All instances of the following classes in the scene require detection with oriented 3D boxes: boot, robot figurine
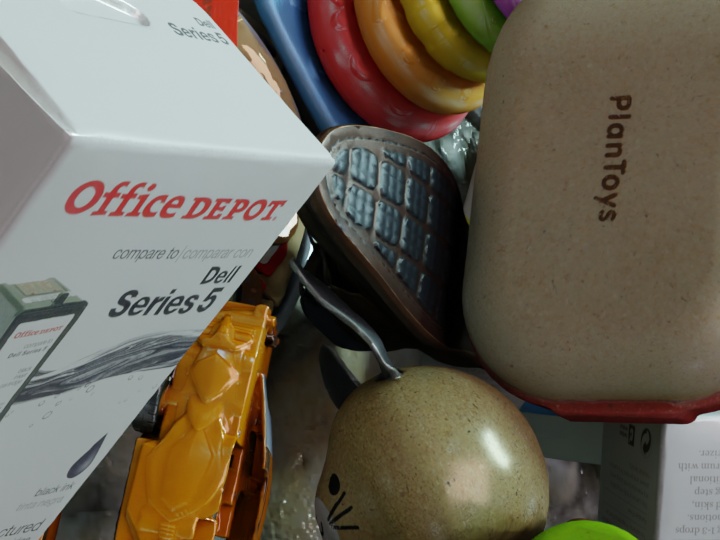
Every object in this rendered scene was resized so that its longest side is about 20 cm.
[{"bbox_3d":[0.000,0.000,0.783,0.200,0.096,0.075,37,55,-54],"label":"boot"},{"bbox_3d":[-0.098,0.103,0.701,0.144,0.058,0.201,12,77,7],"label":"robot figurine"}]

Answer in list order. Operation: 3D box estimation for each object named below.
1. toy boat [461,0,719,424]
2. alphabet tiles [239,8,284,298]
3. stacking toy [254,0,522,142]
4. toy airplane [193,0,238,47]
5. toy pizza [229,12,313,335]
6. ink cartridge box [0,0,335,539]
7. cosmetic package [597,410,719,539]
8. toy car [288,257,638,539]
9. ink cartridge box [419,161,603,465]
[{"bbox_3d":[0.120,-0.027,0.778,0.131,0.130,0.201,47,47,-60],"label":"toy boat"},{"bbox_3d":[-0.096,-0.047,0.821,0.166,0.006,0.201,37,55,-28],"label":"alphabet tiles"},{"bbox_3d":[0.061,-0.130,0.855,0.116,0.199,0.110,-40,103,-46],"label":"stacking toy"},{"bbox_3d":[-0.093,-0.127,0.709,0.200,0.140,0.200,-65,151,-18],"label":"toy airplane"},{"bbox_3d":[-0.091,-0.048,0.800,0.199,0.032,0.202,14,68,-39],"label":"toy pizza"},{"bbox_3d":[-0.122,0.009,0.587,0.084,0.200,0.145,46,21,19],"label":"ink cartridge box"},{"bbox_3d":[0.152,0.152,0.792,0.101,0.071,0.202,2,95,-13],"label":"cosmetic package"},{"bbox_3d":[0.013,0.096,0.716,0.157,0.165,0.201,-22,64,-8],"label":"toy car"},{"bbox_3d":[0.110,-0.015,0.898,0.068,0.114,0.201,46,55,-54],"label":"ink cartridge box"}]
